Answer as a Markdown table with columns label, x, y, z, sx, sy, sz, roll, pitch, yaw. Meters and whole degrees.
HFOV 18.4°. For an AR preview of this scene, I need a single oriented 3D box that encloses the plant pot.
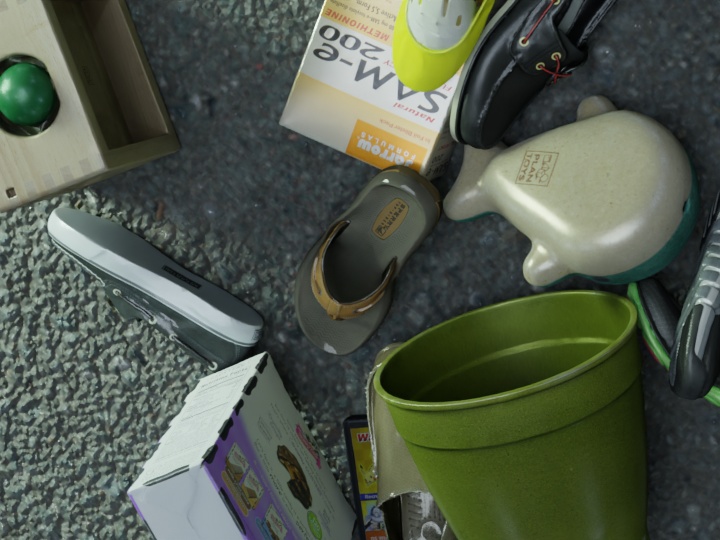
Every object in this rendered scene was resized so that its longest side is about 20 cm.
| label | x | y | z | sx | sy | sz | roll | pitch | yaw |
| --- | --- | --- | --- | --- | --- | --- | --- | --- | --- |
| plant pot | 0.133 | 0.142 | 1.661 | 0.200 | 0.200 | 0.193 | -12 | 107 | 18 |

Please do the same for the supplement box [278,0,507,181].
| label | x | y | z | sx | sy | sz | roll | pitch | yaw |
| --- | --- | --- | --- | --- | --- | --- | --- | --- | --- |
| supplement box | 0.035 | -0.182 | 1.711 | 0.126 | 0.074 | 0.200 | 24 | 105 | 11 |

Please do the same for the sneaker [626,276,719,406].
| label | x | y | z | sx | sy | sz | roll | pitch | yaw |
| --- | --- | --- | --- | --- | --- | --- | --- | --- | --- |
| sneaker | 0.287 | 0.063 | 1.685 | 0.200 | 0.077 | 0.084 | 36 | 101 | -3 |

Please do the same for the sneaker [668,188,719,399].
| label | x | y | z | sx | sy | sz | roll | pitch | yaw |
| --- | --- | --- | --- | --- | --- | --- | --- | --- | --- |
| sneaker | 0.298 | 0.022 | 1.620 | 0.115 | 0.200 | 0.075 | 19 | 143 | 3 |

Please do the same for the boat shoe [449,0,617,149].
| label | x | y | z | sx | sy | sz | roll | pitch | yaw |
| --- | --- | --- | --- | --- | --- | --- | --- | --- | --- |
| boat shoe | 0.137 | -0.174 | 1.670 | 0.063 | 0.074 | 0.201 | 37 | 99 | 29 |

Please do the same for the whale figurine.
| label | x | y | z | sx | sy | sz | roll | pitch | yaw |
| --- | --- | --- | --- | --- | --- | --- | --- | --- | --- |
| whale figurine | 0.164 | -0.054 | 1.691 | 0.200 | 0.104 | 0.159 | 7 | 71 | 35 |

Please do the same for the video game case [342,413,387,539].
| label | x | y | z | sx | sy | sz | roll | pitch | yaw |
| --- | --- | --- | --- | --- | --- | --- | --- | --- | --- |
| video game case | 0.095 | 0.198 | 1.784 | 0.200 | 0.026 | 0.181 | -6 | 98 | 18 |

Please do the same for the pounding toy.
| label | x | y | z | sx | sy | sz | roll | pitch | yaw |
| --- | --- | --- | --- | --- | --- | --- | --- | --- | --- |
| pounding toy | -0.268 | -0.146 | 1.741 | 0.142 | 0.200 | 0.184 | -20 | 93 | 19 |

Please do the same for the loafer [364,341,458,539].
| label | x | y | z | sx | sy | sz | roll | pitch | yaw |
| --- | --- | --- | --- | --- | --- | --- | --- | --- | --- |
| loafer | 0.047 | 0.155 | 1.741 | 0.076 | 0.067 | 0.200 | -11 | 96 | 18 |

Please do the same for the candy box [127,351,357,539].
| label | x | y | z | sx | sy | sz | roll | pitch | yaw |
| --- | --- | --- | --- | --- | --- | --- | --- | --- | --- |
| candy box | -0.086 | 0.183 | 1.726 | 0.072 | 0.200 | 0.168 | -23 | 106 | 20 |

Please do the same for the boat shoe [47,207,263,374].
| label | x | y | z | sx | sy | sz | roll | pitch | yaw |
| --- | --- | --- | --- | --- | --- | --- | --- | --- | --- |
| boat shoe | -0.175 | 0.018 | 1.812 | 0.200 | 0.069 | 0.057 | 31 | 107 | 7 |

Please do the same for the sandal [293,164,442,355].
| label | x | y | z | sx | sy | sz | roll | pitch | yaw |
| --- | --- | --- | --- | --- | --- | --- | --- | --- | --- |
| sandal | 0.000 | 0.000 | 1.730 | 0.082 | 0.055 | 0.200 | 36 | 133 | -2 |

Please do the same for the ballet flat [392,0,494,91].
| label | x | y | z | sx | sy | sz | roll | pitch | yaw |
| --- | --- | --- | --- | --- | --- | --- | --- | --- | --- |
| ballet flat | 0.075 | -0.220 | 1.620 | 0.067 | 0.067 | 0.200 | 34 | 105 | 11 |
